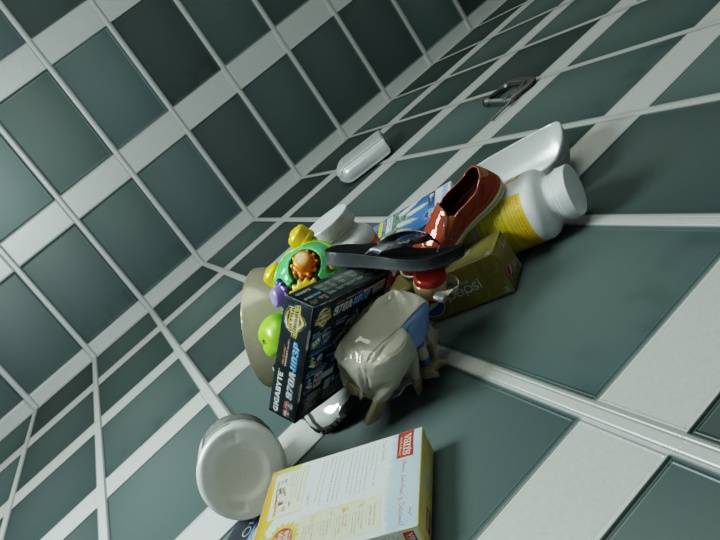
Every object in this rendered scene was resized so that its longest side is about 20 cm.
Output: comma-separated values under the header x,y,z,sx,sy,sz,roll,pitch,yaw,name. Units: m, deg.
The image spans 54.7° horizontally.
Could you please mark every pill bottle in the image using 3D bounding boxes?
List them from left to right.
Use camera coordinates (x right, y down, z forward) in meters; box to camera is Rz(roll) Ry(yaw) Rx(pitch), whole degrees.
x,y,z,sx,sy,sz,roll,pitch,yaw,name
-0.160,0.250,0.921,0.113,0.114,0.200,-41,3,-13,pill bottle
0.000,0.000,1.127,0.111,0.202,0.113,-32,17,12,pill bottle
0.229,-0.081,1.029,0.197,0.105,0.105,-24,21,38,pill bottle

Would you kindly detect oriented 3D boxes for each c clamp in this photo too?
x,y,z,sx,sy,sz,roll,pitch,yaw,name
0.377,-0.462,1.833,0.169,0.027,0.200,-38,17,3,c clamp

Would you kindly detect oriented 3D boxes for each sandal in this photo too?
x,y,z,sx,sy,sz,roll,pitch,yaw,name
0.041,-0.029,0.931,0.194,0.044,0.076,1,14,19,sandal

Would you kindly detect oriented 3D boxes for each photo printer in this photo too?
x,y,z,sx,sy,sz,roll,pitch,yaw,name
0.005,-0.369,2.288,0.198,0.070,0.167,-36,17,10,photo printer

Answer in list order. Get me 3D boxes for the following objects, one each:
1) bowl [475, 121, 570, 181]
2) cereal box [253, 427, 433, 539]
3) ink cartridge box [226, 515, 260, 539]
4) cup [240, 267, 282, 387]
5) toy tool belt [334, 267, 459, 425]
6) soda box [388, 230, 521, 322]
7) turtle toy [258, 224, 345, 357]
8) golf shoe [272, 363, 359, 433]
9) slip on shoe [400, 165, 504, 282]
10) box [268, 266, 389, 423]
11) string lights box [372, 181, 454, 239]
x,y,z,sx,sy,sz,roll,pitch,yaw,name
0.268,-0.148,1.174,0.197,0.075,0.201,-28,19,31,bowl
-0.017,0.252,0.741,0.195,0.040,0.145,-20,22,17,cereal box
-0.142,0.361,0.776,0.098,0.040,0.201,-25,22,35,ink cartridge box
-0.099,0.086,1.181,0.139,0.205,0.201,-9,24,13,cup
0.055,0.096,0.912,0.123,0.125,0.200,17,47,37,toy tool belt
0.136,0.018,1.029,0.197,0.068,0.064,-25,20,36,soda box
-0.081,0.043,1.036,0.202,0.144,0.102,-52,10,22,turtle toy
-0.076,0.175,1.021,0.078,0.096,0.198,-44,19,-26,golf shoe
0.122,-0.069,1.004,0.201,0.061,0.074,-48,36,11,slip on shoe
-0.038,0.088,0.924,0.045,0.163,0.199,21,23,24,box
0.090,-0.064,1.225,0.197,0.059,0.104,-30,26,24,string lights box
